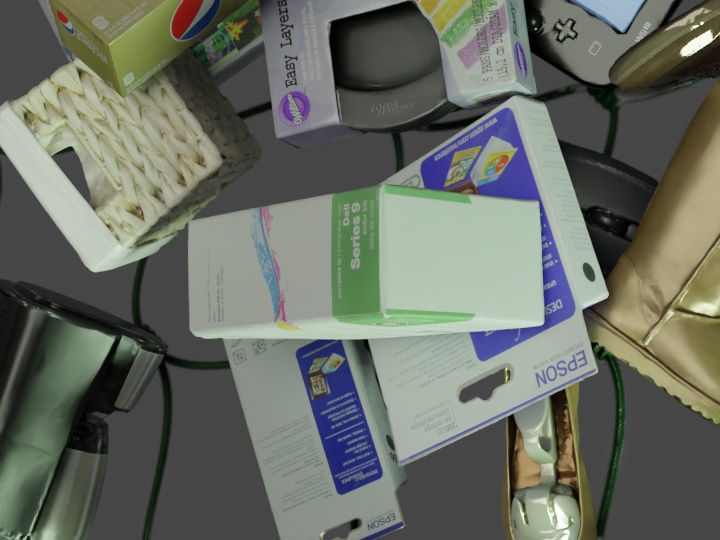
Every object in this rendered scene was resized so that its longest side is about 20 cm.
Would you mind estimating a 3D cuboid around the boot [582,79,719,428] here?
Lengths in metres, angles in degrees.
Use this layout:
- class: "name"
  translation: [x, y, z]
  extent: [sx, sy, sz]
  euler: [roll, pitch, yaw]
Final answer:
- class: "boot"
  translation: [0.259, -0.001, 1.097]
  extent: [0.175, 0.066, 0.200]
  euler: [34, 95, 2]

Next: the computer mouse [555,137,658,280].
- class: "computer mouse"
  translation: [0.153, -0.050, 1.165]
  extent: [0.200, 0.053, 0.139]
  euler: [18, 93, 23]

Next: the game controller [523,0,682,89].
- class: "game controller"
  translation: [0.192, -0.229, 1.173]
  extent: [0.104, 0.042, 0.200]
  euler: [36, 99, 21]

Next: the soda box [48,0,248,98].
- class: "soda box"
  translation: [-0.108, -0.208, 1.100]
  extent: [0.200, 0.064, 0.068]
  euler: [-41, 68, -18]

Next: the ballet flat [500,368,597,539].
- class: "ballet flat"
  translation: [0.123, 0.139, 1.152]
  extent: [0.069, 0.063, 0.200]
  euler: [-8, 82, 19]

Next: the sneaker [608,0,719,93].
- class: "sneaker"
  translation: [0.268, -0.159, 1.116]
  extent: [0.200, 0.070, 0.076]
  euler: [-29, 92, 13]

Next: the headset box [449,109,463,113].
- class: "headset box"
  translation: [0.028, -0.214, 1.220]
  extent: [0.149, 0.075, 0.200]
  euler: [-10, 81, 21]

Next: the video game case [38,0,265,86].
- class: "video game case"
  translation: [-0.155, -0.224, 1.325]
  extent: [0.200, 0.022, 0.182]
  euler: [-33, 74, 15]

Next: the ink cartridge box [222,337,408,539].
- class: "ink cartridge box"
  translation: [-0.030, 0.116, 1.215]
  extent: [0.099, 0.039, 0.200]
  euler: [-25, 66, 18]

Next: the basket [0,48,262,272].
- class: "basket"
  translation: [-0.162, -0.093, 1.209]
  extent: [0.123, 0.200, 0.136]
  euler: [-36, 91, 9]

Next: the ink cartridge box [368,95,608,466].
- class: "ink cartridge box"
  translation: [0.077, 0.012, 1.146]
  extent: [0.198, 0.043, 0.200]
  euler: [-31, 66, 42]

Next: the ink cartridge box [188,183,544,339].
- class: "ink cartridge box"
  translation: [0.000, 0.000, 1.092]
  extent: [0.200, 0.145, 0.088]
  euler: [-10, 80, 48]

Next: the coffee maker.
- class: "coffee maker"
  translation: [-0.261, 0.114, 1.242]
  extent: [0.135, 0.192, 0.200]
  euler: [20, 91, 39]

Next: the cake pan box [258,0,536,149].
- class: "cake pan box"
  translation: [0.019, -0.193, 1.153]
  extent: [0.184, 0.052, 0.200]
  euler: [-10, 80, 24]
